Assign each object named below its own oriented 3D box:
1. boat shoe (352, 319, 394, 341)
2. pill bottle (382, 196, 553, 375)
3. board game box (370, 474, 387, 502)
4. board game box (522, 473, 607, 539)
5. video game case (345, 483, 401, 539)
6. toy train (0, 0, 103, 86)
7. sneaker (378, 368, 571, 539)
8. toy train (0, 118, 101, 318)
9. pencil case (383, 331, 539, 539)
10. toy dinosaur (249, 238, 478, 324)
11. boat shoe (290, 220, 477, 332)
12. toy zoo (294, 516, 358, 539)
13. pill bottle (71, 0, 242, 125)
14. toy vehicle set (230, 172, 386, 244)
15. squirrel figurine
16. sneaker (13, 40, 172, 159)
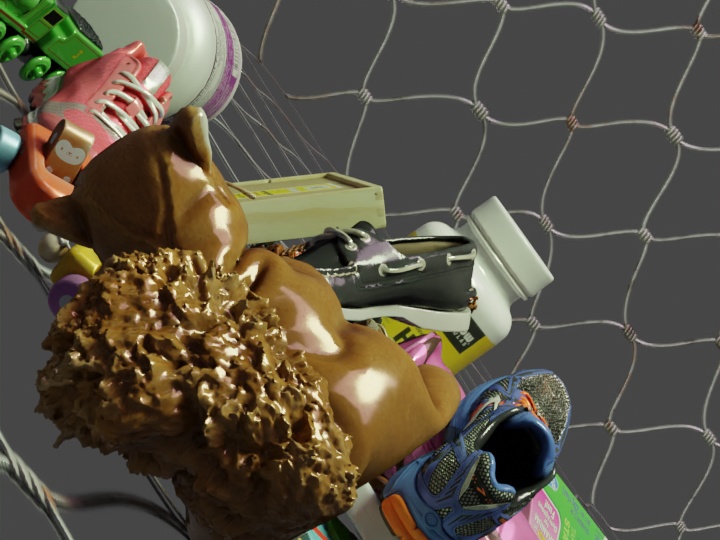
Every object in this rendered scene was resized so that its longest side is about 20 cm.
[{"bbox_3d":[-0.008,0.067,1.351,0.200,0.074,0.076,39,2,-18],"label":"boat shoe"},{"bbox_3d":[0.049,0.032,1.608,0.112,0.199,0.111,53,5,-7],"label":"pill bottle"},{"bbox_3d":[0.017,0.148,1.425,0.095,0.030,0.200,38,0,10],"label":"board game box"},{"bbox_3d":[0.134,0.249,1.418,0.153,0.040,0.201,51,32,-32],"label":"board game box"},{"bbox_3d":[0.042,0.213,1.212,0.201,0.023,0.182,57,-5,28],"label":"video game case"},{"bbox_3d":[-0.213,-0.159,1.254,0.042,0.056,0.200,56,5,18],"label":"toy train"},{"bbox_3d":[0.087,0.108,1.194,0.076,0.078,0.200,55,31,-5],"label":"sneaker"},{"bbox_3d":[-0.100,-0.010,1.055,0.199,0.056,0.151,31,24,-23],"label":"toy train"},{"bbox_3d":[0.057,0.141,1.271,0.201,0.090,0.094,60,-14,6],"label":"pencil case"},{"bbox_3d":[-0.013,0.017,1.455,0.102,0.137,0.199,35,-28,-27],"label":"toy dinosaur"},{"bbox_3d":[0.000,0.000,1.251,0.199,0.061,0.074,6,7,-43],"label":"boat shoe"},{"bbox_3d":[-0.034,0.144,1.110,0.200,0.020,0.132,52,5,-40],"label":"toy zoo"},{"bbox_3d":[-0.155,-0.163,1.512,0.113,0.112,0.200,54,5,4],"label":"pill bottle"},{"bbox_3d":[-0.061,-0.042,1.365,0.200,0.123,0.027,-149,-127,-79],"label":"toy vehicle set"},{"bbox_3d":[-0.065,0.024,0.904,0.188,0.141,0.200,62,12,-3],"label":"squirrel figurine"},{"bbox_3d":[-0.153,-0.096,1.226,0.074,0.087,0.200,51,6,-22],"label":"sneaker"}]
